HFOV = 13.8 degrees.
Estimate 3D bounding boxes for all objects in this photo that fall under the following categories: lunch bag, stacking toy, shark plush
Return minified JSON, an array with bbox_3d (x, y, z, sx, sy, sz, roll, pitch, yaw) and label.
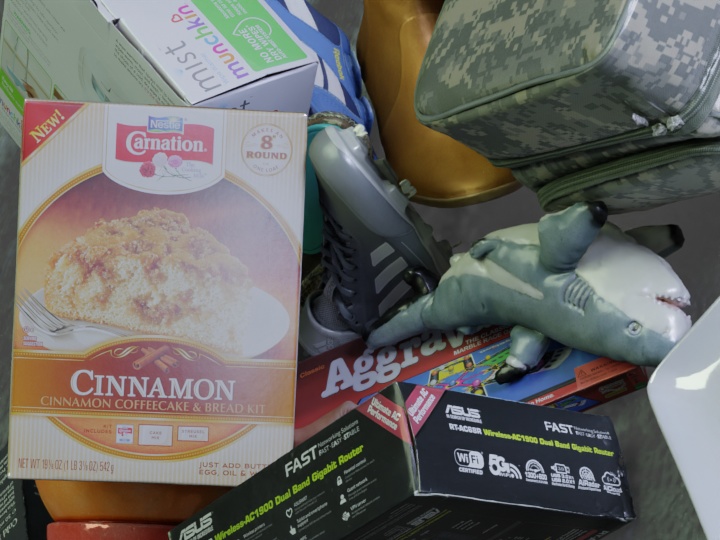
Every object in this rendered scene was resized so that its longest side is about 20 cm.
[{"bbox_3d":[0.151,-0.104,1.502,0.200,0.167,0.140,-15,52,55],"label":"lunch bag"},{"bbox_3d":[-0.129,0.181,1.696,0.146,0.145,0.202,-10,74,56],"label":"stacking toy"},{"bbox_3d":[0.080,0.019,1.550,0.199,0.091,0.084,-7,78,24],"label":"shark plush"}]

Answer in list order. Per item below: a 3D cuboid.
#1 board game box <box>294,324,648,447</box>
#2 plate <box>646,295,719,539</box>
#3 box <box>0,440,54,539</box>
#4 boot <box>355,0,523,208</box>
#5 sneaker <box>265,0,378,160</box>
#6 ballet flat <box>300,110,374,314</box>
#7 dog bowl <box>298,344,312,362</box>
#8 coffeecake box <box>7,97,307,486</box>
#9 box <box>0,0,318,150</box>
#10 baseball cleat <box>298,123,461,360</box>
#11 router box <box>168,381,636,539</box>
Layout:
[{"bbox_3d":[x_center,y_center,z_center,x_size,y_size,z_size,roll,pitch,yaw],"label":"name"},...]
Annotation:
[{"bbox_3d":[0.055,0.057,1.594,0.199,0.019,0.103,-23,41,16],"label":"board game box"},{"bbox_3d":[0.228,0.049,1.383,0.200,0.032,0.200,-51,31,22],"label":"plate"},{"bbox_3d":[-0.226,0.244,1.888,0.200,0.104,0.183,-48,30,25],"label":"box"},{"bbox_3d":[0.036,-0.126,1.741,0.201,0.070,0.145,-133,32,-66],"label":"boot"},{"bbox_3d":[-0.027,-0.102,1.783,0.201,0.082,0.074,59,140,21],"label":"sneaker"},{"bbox_3d":[-0.036,-0.019,1.708,0.075,0.068,0.201,-29,-27,-54],"label":"ballet flat"},{"bbox_3d":[-0.060,-0.005,1.877,0.200,0.058,0.201,-39,37,37],"label":"dog bowl"},{"bbox_3d":[-0.109,0.011,1.597,0.073,0.152,0.202,-160,72,-84],"label":"coffeecake box"},{"bbox_3d":[-0.128,-0.108,1.763,0.200,0.096,0.177,49,144,32],"label":"box"},{"bbox_3d":[0.000,0.000,1.631,0.106,0.200,0.070,-35,51,4],"label":"baseball cleat"},{"bbox_3d":[0.019,0.131,1.524,0.200,0.149,0.063,-34,56,40],"label":"router box"}]
